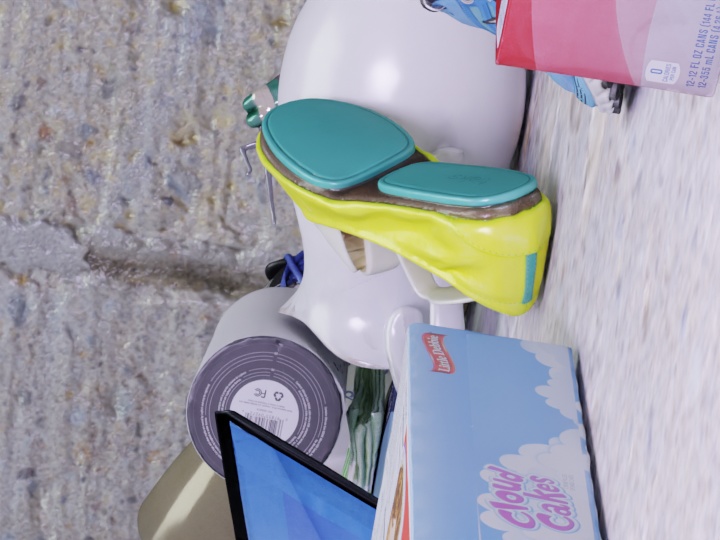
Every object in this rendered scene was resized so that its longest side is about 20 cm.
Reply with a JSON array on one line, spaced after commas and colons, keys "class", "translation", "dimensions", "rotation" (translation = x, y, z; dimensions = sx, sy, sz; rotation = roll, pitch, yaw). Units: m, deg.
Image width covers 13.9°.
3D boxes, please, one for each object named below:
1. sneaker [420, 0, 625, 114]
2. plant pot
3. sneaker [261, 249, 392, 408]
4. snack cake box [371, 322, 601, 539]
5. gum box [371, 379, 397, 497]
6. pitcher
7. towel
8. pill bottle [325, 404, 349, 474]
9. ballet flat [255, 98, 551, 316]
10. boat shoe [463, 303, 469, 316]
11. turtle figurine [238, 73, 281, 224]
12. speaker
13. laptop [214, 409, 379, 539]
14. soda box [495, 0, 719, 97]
[{"class": "sneaker", "translation": [0.057, -0.106, 1.102], "dimensions": [0.200, 0.090, 0.079], "rotation": [-106, 24, -81]}, {"class": "plant pot", "translation": [-0.139, 0.246, 3.430], "dimensions": [0.188, 0.187, 0.200], "rotation": [-86, 19, -54]}, {"class": "sneaker", "translation": [0.000, 0.001, 1.692], "dimensions": [0.081, 0.115, 0.200], "rotation": [-90, 9, -64]}, {"class": "snack cake box", "translation": [0.041, 0.111, 1.052], "dimensions": [0.200, 0.067, 0.115], "rotation": [-89, 9, -68]}, {"class": "gum box", "translation": [0.020, 0.173, 1.525], "dimensions": [0.170, 0.044, 0.201], "rotation": [102, 175, -63]}, {"class": "pitcher", "translation": [0.025, -0.043, 1.444], "dimensions": [0.172, 0.121, 0.201], "rotation": [-132, 45, -57]}, {"class": "towel", "translation": [-0.013, 0.143, 1.592], "dimensions": [0.153, 0.023, 0.201], "rotation": [-85, 4, -73]}, {"class": "pill bottle", "translation": [-0.026, 0.116, 1.907], "dimensions": [0.200, 0.114, 0.115], "rotation": [103, 174, -60]}, {"class": "ballet flat", "translation": [0.017, -0.024, 1.327], "dimensions": [0.200, 0.067, 0.067], "rotation": [23, 130, 53]}, {"class": "boat shoe", "translation": [0.027, -0.062, 1.594], "dimensions": [0.071, 0.064, 0.201], "rotation": [4, 93, 49]}, {"class": "turtle figurine", "translation": [0.017, -0.104, 1.767], "dimensions": [0.101, 0.150, 0.201], "rotation": [-17, 54, 47]}, {"class": "speaker", "translation": [-0.046, 0.059, 1.565], "dimensions": [0.200, 0.081, 0.081], "rotation": [-85, 4, -83]}, {"class": "laptop", "translation": [-0.012, 0.187, 1.233], "dimensions": [0.178, 0.103, 0.200], "rotation": [83, -171, -45]}, {"class": "soda box", "translation": [0.087, -0.149, 0.820], "dimensions": [0.063, 0.070, 0.200], "rotation": [-84, 3, -51]}]
